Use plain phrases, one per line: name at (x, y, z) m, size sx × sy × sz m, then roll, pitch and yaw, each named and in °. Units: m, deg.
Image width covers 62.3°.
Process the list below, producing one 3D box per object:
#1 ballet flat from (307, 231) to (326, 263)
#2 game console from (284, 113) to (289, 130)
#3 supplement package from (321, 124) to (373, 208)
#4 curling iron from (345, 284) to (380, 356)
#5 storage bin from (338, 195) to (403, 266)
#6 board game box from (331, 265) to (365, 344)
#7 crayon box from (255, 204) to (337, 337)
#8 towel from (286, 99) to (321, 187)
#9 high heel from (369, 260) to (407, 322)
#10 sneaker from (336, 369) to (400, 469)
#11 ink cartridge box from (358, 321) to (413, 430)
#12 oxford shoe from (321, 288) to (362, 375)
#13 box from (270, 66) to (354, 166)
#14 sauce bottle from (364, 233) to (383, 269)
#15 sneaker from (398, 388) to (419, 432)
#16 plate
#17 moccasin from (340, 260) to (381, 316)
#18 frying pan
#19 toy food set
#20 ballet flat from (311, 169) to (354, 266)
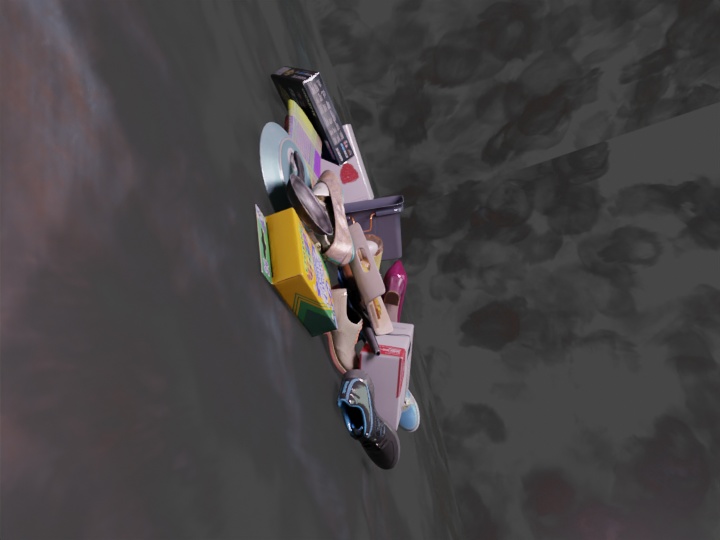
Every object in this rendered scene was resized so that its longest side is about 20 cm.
ballet flat at (-0.075, -0.052, 1.179) m, size 0.200 × 0.046 × 0.068 m, roll -74°, pitch 145°, yaw -76°
game console at (-0.119, -0.225, 1.304) m, size 0.178 × 0.031 × 0.202 m, roll -95°, pitch 167°, yaw -56°
supplement package at (-0.052, -0.255, 1.514) m, size 0.120 × 0.119 × 0.203 m, roll -78°, pitch 149°, yaw -76°
curling iron at (0.003, 0.093, 1.121) m, size 0.201 × 0.025 × 0.050 m, roll -112°, pitch -178°, yaw -53°
storage bin at (0.015, -0.089, 1.417) m, size 0.146 × 0.196 × 0.137 m, roll -84°, pitch 164°, yaw -74°
board game box at (-0.032, 0.082, 1.250) m, size 0.200 × 0.038 × 0.160 m, roll -98°, pitch 165°, yaw -75°
crayon box at (-0.094, -0.001, 0.912) m, size 0.201 × 0.051 × 0.127 m, roll 62°, pitch 13°, yaw -54°
towel at (-0.115, -0.218, 1.173) m, size 0.144 × 0.022 × 0.203 m, roll 51°, pitch 34°, yaw -54°
high heel at (0.064, 0.074, 1.305) m, size 0.201 × 0.066 × 0.097 m, roll 110°, pitch -3°, yaw -48°
sneaker at (0.007, 0.275, 1.035) m, size 0.202 × 0.072 × 0.082 m, roll 65°, pitch 26°, yaw -18°
ink cartridge box at (0.050, 0.197, 1.164) m, size 0.200 × 0.082 × 0.147 m, roll -51°, pitch 146°, yaw -74°
oxford shoe at (-0.025, 0.117, 1.064) m, size 0.071 × 0.073 × 0.202 m, roll -102°, pitch 173°, yaw -51°
box at (-0.103, -0.335, 1.291) m, size 0.158 × 0.046 × 0.202 m, roll 33°, pitch -25°, yaw 50°
sauce bottle at (0.011, 0.011, 1.385) m, size 0.067 × 0.065 × 0.202 m, roll -99°, pitch -168°, yaw -49°
sneaker at (0.081, 0.297, 1.439) m, size 0.202 × 0.079 × 0.131 m, roll 65°, pitch 4°, yaw 13°
plate at (-0.121, -0.162, 1.045) m, size 0.200 × 0.025 × 0.204 m, roll -11°, pitch 90°, yaw -73°
moccasin at (0.000, 0.001, 1.260) m, size 0.074 × 0.077 × 0.204 m, roll 63°, pitch 6°, yaw -62°
frying pan at (-0.100, -0.134, 0.968) m, size 0.192 × 0.031 × 0.115 m, roll 61°, pitch 12°, yaw 20°
toy food set at (0.022, 0.020, 1.100) m, size 0.201 × 0.060 × 0.145 m, roll 72°, pitch -3°, yaw -64°
ballet flat at (-0.060, -0.102, 1.041) m, size 0.066 × 0.068 × 0.202 m, roll 10°, pitch 50°, yaw -37°
